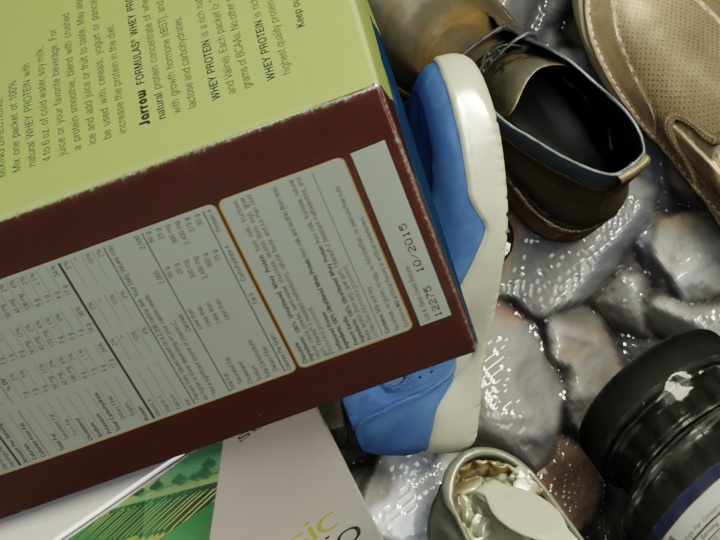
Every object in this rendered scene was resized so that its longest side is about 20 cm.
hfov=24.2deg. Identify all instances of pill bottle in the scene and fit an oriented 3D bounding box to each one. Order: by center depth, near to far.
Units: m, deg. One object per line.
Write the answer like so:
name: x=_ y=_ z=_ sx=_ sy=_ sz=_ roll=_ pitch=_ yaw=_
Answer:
pill bottle: x=0.187 y=0.126 z=0.745 sx=0.111 sy=0.112 sz=0.201 roll=-31 pitch=58 yaw=-8

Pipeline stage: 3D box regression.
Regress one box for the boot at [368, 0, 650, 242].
boot: x=0.060 y=-0.104 z=0.785 sx=0.200 sy=0.097 sz=0.075 roll=46 pitch=76 yaw=-2

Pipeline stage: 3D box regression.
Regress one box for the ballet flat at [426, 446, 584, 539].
ballet flat: x=0.096 y=0.156 z=0.740 sx=0.067 sy=0.064 sz=0.200 roll=-20 pitch=48 yaw=-29

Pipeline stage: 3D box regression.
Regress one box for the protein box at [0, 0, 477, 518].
protein box: x=-0.084 y=-0.047 z=0.635 sx=0.198 sy=0.136 sz=0.200 roll=-19 pitch=44 yaw=4

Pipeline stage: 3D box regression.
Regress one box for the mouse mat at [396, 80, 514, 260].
mouse mat: x=-0.043 y=-0.022 z=0.816 sx=0.199 sy=0.008 sz=0.162 roll=-35 pitch=90 yaw=-7

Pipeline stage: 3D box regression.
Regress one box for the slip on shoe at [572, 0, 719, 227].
slip on shoe: x=0.177 y=-0.075 z=0.817 sx=0.076 sy=0.061 sz=0.201 roll=-31 pitch=90 yaw=-8

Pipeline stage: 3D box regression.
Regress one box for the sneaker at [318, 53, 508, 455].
sneaker: x=0.000 y=0.001 z=0.746 sx=0.110 sy=0.077 sz=0.202 roll=-4 pitch=127 yaw=-11

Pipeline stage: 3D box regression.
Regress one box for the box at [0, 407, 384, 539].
box: x=-0.067 y=0.120 z=0.714 sx=0.144 sy=0.201 sz=0.036 roll=-34 pitch=55 yaw=-8
